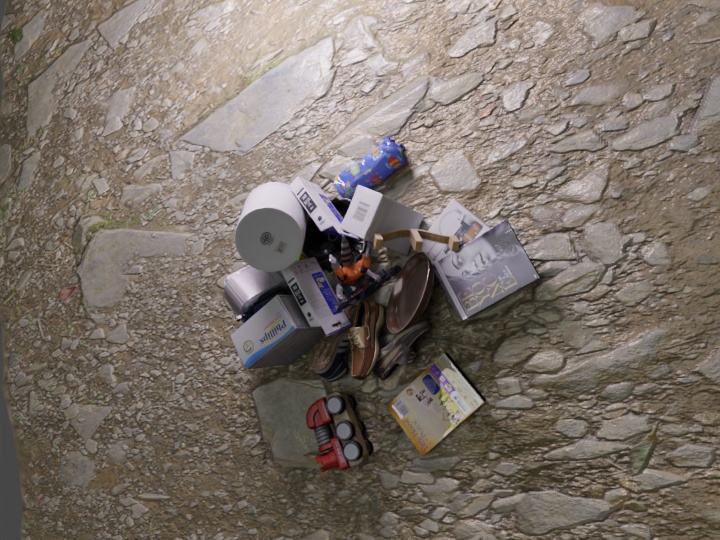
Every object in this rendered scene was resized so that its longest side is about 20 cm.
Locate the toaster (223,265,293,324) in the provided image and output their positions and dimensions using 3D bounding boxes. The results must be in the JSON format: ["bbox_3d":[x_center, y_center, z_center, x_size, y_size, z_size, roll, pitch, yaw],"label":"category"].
[{"bbox_3d":[-0.273,0.061,1.437,0.129,0.199,0.114,41,144,32],"label":"toaster"}]

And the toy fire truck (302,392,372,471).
[{"bbox_3d":[-0.087,0.420,1.363,0.199,0.129,0.177,-27,71,13],"label":"toy fire truck"}]

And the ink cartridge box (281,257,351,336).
[{"bbox_3d":[-0.108,0.068,1.337,0.039,0.099,0.201,-38,77,37],"label":"ink cartridge box"}]

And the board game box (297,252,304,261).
[{"bbox_3d":[-0.221,0.015,1.527,0.095,0.030,0.201,21,97,29],"label":"board game box"}]

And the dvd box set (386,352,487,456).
[{"bbox_3d":[0.174,0.311,1.266,0.200,0.029,0.146,-47,65,15],"label":"dvd box set"}]

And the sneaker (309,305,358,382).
[{"bbox_3d":[-0.050,0.191,1.394,0.070,0.109,0.200,18,63,32],"label":"sneaker"}]

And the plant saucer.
[{"bbox_3d":[0.119,0.054,1.269,0.032,0.200,0.201,20,96,-15],"label":"plant saucer"}]

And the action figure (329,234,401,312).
[{"bbox_3d":[0.000,0.000,1.322,0.199,0.194,0.105,-29,60,-22],"label":"action figure"}]

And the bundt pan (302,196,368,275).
[{"bbox_3d":[-0.054,-0.085,1.416,0.201,0.076,0.203,-4,82,28],"label":"bundt pan"}]

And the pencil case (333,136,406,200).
[{"bbox_3d":[0.024,-0.261,1.393,0.200,0.078,0.087,-35,61,21],"label":"pencil case"}]

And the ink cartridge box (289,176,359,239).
[{"bbox_3d":[-0.090,-0.142,1.344,0.039,0.099,0.200,-45,64,17],"label":"ink cartridge box"}]

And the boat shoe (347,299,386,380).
[{"bbox_3d":[0.003,0.162,1.315,0.076,0.074,0.201,-28,40,48],"label":"boat shoe"}]

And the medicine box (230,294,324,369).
[{"bbox_3d":[-0.193,0.156,1.393,0.182,0.200,0.103,-40,69,19],"label":"medicine box"}]

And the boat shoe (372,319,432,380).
[{"bbox_3d":[0.104,0.193,1.305,0.200,0.074,0.073,-44,75,27],"label":"boat shoe"}]

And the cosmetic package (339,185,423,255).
[{"bbox_3d":[0.056,-0.115,1.287,0.081,0.200,0.113,27,95,34],"label":"cosmetic package"}]

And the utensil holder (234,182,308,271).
[{"bbox_3d":[-0.213,-0.107,1.317,0.169,0.200,0.171,-1,113,-2],"label":"utensil holder"}]

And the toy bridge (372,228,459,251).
[{"bbox_3d":[0.124,-0.070,1.226,0.067,0.199,0.027,-108,21,-59],"label":"toy bridge"}]

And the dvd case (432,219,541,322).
[{"bbox_3d":[0.272,0.002,1.202,0.200,0.016,0.149,-33,71,23],"label":"dvd case"}]

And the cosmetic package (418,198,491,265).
[{"bbox_3d":[0.245,-0.046,1.260,0.200,0.052,0.151,44,107,26],"label":"cosmetic package"}]
